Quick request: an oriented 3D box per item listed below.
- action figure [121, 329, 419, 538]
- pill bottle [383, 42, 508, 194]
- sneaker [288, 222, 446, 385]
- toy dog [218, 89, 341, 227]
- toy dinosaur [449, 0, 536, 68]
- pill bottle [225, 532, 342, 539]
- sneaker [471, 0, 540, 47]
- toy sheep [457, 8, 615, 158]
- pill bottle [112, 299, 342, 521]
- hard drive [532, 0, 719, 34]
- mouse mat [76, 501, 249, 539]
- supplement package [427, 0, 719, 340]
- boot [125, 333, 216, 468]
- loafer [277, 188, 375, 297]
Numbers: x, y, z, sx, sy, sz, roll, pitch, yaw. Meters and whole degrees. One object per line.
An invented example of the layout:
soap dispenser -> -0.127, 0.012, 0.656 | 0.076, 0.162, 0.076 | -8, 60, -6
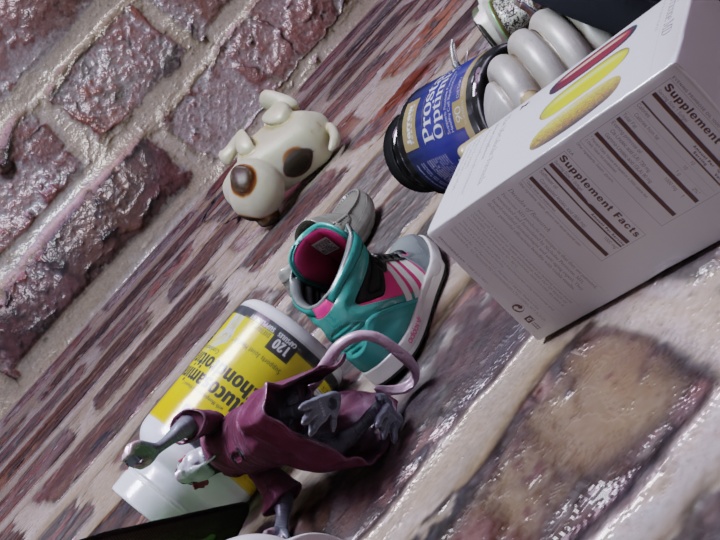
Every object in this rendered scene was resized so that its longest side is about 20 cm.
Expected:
action figure -> -0.076, 0.115, 0.869 | 0.200, 0.134, 0.149 | -24, 29, 43
pill bottle -> 0.102, -0.130, 1.068 | 0.112, 0.112, 0.200 | -53, 15, -22
sneaker -> 0.000, 0.000, 0.995 | 0.084, 0.121, 0.200 | -40, 16, 27
toy dog -> -0.134, -0.160, 1.853 | 0.194, 0.140, 0.200 | 18, 58, 34
toy dinosaur -> 0.127, -0.175, 1.154 | 0.182, 0.105, 0.200 | -53, 18, 17
pill bottle -> -0.078, 0.215, 0.663 | 0.200, 0.112, 0.112 | -34, 20, 43
sneaker -> 0.197, -0.339, 1.472 | 0.089, 0.077, 0.200 | -27, 27, 22
toy sheep -> 0.162, -0.139, 0.887 | 0.200, 0.138, 0.138 | -28, 15, 2
pill bottle -> -0.115, 0.131, 0.996 | 0.200, 0.112, 0.112 | -51, 15, -15
hard drive -> 0.209, -0.209, 0.837 | 0.135, 0.200, 0.042 | -37, -38, -38
mouse mat -> -0.163, 0.228, 0.759 | 0.200, 0.008, 0.161 | 1, -61, -57
supplement package -> 0.158, -0.065, 0.731 | 0.200, 0.110, 0.114 | -35, 19, 39
boot -> -0.152, 0.139, 1.153 | 0.168, 0.076, 0.200 | -53, 9, -6
loafer -> -0.036, -0.036, 1.303 | 0.070, 0.070, 0.200 | -37, 17, 34
